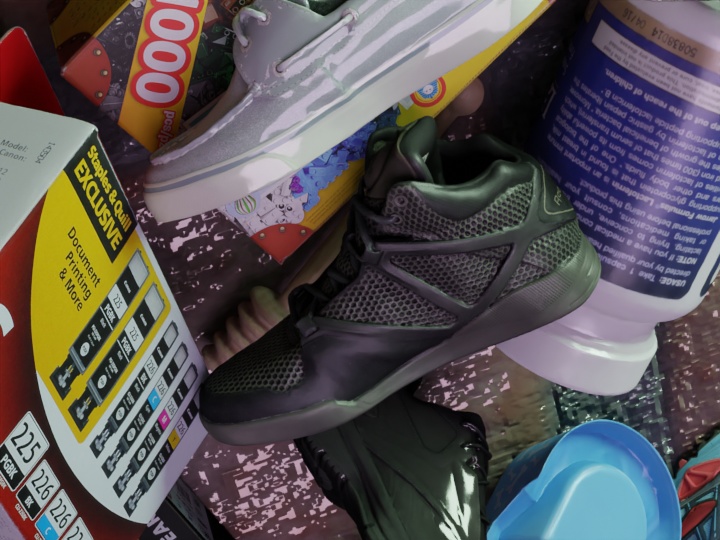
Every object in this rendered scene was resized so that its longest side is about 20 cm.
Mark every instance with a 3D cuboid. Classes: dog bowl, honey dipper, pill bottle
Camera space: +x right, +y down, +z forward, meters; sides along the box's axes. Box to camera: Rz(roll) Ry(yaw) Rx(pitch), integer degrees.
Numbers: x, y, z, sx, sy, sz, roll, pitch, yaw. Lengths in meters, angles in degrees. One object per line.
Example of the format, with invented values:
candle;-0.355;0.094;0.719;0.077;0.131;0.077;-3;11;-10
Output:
dog bowl;0.101;0.175;1.052;0.111;0.049;0.201;43;61;-24
honey dipper;-0.007;-0.022;0.981;0.038;0.038;0.200;32;104;-28
pill bottle;0.136;-0.047;0.957;0.115;0.116;0.201;14;114;-22

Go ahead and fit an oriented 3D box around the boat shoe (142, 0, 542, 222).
boat shoe;-0.018;-0.096;0.831;0.200;0.070;0.072;-32;105;5

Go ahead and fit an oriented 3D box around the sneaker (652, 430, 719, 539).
sneaker;0.187;0.174;1.107;0.079;0.096;0.200;34;105;-28

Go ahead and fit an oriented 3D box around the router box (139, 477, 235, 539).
router box;-0.125;0.208;1.067;0.157;0.052;0.200;-34;122;6

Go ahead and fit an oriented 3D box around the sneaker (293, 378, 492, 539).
sneaker;0.035;0.118;0.986;0.090;0.201;0.076;-26;153;-10

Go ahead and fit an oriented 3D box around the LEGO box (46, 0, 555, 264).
LEGO box;-0.022;-0.128;0.890;0.200;0.077;0.149;-44;120;11

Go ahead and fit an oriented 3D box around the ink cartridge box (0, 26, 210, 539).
ink cartridge box;-0.140;0.024;0.864;0.176;0.083;0.201;-57;148;-28

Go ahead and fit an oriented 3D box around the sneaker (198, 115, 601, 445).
sneaker;0.000;0.000;0.886;0.198;0.076;0.115;-26;117;9

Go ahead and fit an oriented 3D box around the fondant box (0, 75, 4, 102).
fondant box;-0.232;-0.019;0.907;0.143;0.058;0.202;-8;119;-11
